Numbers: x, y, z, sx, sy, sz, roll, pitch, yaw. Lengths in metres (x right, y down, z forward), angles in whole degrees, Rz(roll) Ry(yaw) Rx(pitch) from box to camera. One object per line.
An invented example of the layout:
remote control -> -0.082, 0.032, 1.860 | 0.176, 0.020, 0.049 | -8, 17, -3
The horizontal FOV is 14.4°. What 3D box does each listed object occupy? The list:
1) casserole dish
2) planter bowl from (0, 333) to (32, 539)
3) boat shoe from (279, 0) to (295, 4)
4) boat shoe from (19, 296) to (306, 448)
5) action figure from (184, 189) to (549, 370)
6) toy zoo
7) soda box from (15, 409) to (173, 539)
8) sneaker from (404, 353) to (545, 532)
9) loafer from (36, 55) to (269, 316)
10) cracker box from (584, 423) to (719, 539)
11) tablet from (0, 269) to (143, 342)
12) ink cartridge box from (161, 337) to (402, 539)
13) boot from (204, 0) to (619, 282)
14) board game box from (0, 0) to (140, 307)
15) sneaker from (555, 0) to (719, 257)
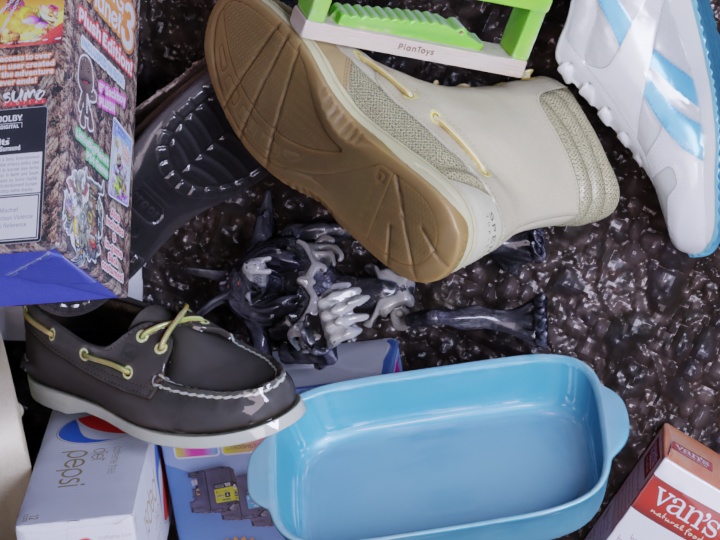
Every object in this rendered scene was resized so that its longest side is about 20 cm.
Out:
casserole dish -> 0.042, 0.103, 1.482 | 0.199, 0.121, 0.039 | -8, 130, 5
planter bowl -> -0.250, 0.099, 1.563 | 0.134, 0.200, 0.201 | -13, 107, -9
boat shoe -> -0.106, -0.207, 1.500 | 0.199, 0.075, 0.066 | 37, 143, -11
boat shoe -> -0.112, 0.048, 1.526 | 0.201, 0.072, 0.061 | 9, 118, 43
action figure -> 0.000, 0.000, 1.528 | 0.199, 0.102, 0.119 | -2, 65, 4
toy zoo -> 0.056, -0.197, 1.417 | 0.131, 0.020, 0.200 | 8, 117, -27
soda box -> -0.140, 0.127, 1.540 | 0.063, 0.200, 0.068 | -6, 107, 2
sneaker -> 0.066, 0.127, 1.532 | 0.083, 0.200, 0.081 | 10, 137, 44
loafer -> -0.111, -0.064, 1.537 | 0.200, 0.071, 0.073 | -38, 128, -3
cracker box -> 0.174, 0.204, 1.602 | 0.134, 0.058, 0.200 | 31, 109, -4
tablet -> -0.187, -0.056, 1.586 | 0.130, 0.014, 0.200 | 1, 109, 7
ink cartridge box -> -0.030, 0.148, 1.602 | 0.136, 0.076, 0.200 | -7, 109, 9
boot -> 0.027, -0.082, 1.484 | 0.200, 0.155, 0.073 | 43, 127, 26
board game box -> -0.206, -0.088, 1.475 | 0.159, 0.097, 0.201 | -3, 73, 16
sneaker -> 0.149, -0.103, 1.500 | 0.081, 0.077, 0.200 | -12, 98, 15
